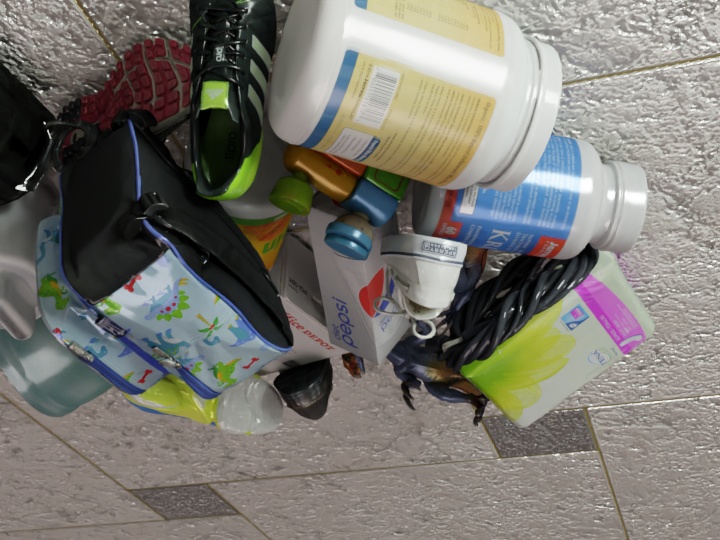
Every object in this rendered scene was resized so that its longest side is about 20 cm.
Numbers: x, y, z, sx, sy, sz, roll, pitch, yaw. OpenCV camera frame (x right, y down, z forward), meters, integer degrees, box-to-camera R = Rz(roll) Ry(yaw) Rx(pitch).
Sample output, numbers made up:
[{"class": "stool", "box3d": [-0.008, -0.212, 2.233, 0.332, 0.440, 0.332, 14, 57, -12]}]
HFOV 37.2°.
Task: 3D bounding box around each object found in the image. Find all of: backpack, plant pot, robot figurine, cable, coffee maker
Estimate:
[{"class": "backpack", "box3d": [-0.160, 0.008, 0.863, 0.146, 0.184, 0.200, -36, 129, 10]}, {"class": "plant pot", "box3d": [-0.288, 0.036, 1.119, 0.133, 0.202, 0.201, -21, 144, 7]}, {"class": "robot figurine", "box3d": [-0.337, -0.027, 0.989, 0.168, 0.201, 0.113, -11, 143, 3]}, {"class": "cable", "box3d": [0.152, 0.023, 1.039, 0.199, 0.051, 0.163, -36, 180, -11]}, {"class": "coffee maker", "box3d": [-0.348, -0.155, 0.877, 0.190, 0.136, 0.200, -18, 143, 14]}]

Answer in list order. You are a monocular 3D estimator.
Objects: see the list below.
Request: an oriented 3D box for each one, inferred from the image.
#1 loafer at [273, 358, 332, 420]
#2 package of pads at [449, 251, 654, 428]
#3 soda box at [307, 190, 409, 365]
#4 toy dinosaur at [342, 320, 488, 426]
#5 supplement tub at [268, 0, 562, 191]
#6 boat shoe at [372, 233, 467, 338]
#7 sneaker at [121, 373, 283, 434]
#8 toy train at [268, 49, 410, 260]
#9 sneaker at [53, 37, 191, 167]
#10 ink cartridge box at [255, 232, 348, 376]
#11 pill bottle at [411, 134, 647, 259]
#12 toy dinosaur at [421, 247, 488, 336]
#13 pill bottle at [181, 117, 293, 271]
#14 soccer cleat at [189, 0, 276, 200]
[{"class": "loafer", "box3d": [-0.058, 0.141, 1.270, 0.072, 0.073, 0.200, -23, -176, 1]}, {"class": "package of pads", "box3d": [0.210, 0.071, 1.166, 0.199, 0.068, 0.155, -37, 136, 8]}, {"class": "soda box", "box3d": [0.000, 0.000, 1.081, 0.068, 0.063, 0.201, 22, 141, 27]}, {"class": "toy dinosaur", "box3d": [0.070, 0.127, 1.307, 0.180, 0.106, 0.200, 17, 162, 14]}, {"class": "supplement tub", "box3d": [0.040, -0.146, 0.833, 0.198, 0.146, 0.145, 15, 146, -17]}, {"class": "boat shoe", "box3d": [0.053, 0.016, 0.961, 0.074, 0.087, 0.202, 11, 179, -7]}, {"class": "sneaker", "box3d": [-0.190, 0.140, 1.236, 0.199, 0.076, 0.105, 22, 164, -27]}, {"class": "toy train", "box3d": [-0.048, -0.101, 0.922, 0.199, 0.117, 0.084, 31, 162, -23]}, {"class": "sneaker", "box3d": [-0.191, -0.139, 0.938, 0.199, 0.081, 0.074, -19, 159, 41]}, {"class": "ink cartridge box", "box3d": [-0.121, 0.048, 1.207, 0.199, 0.084, 0.147, -17, 143, 29]}, {"class": "pill bottle", "box3d": [0.153, -0.070, 0.973, 0.198, 0.113, 0.113, 8, 147, -7]}, {"class": "toy dinosaur", "box3d": [0.113, 0.012, 1.136, 0.198, 0.106, 0.181, -22, 159, 18]}, {"class": "pill bottle", "box3d": [-0.126, -0.049, 1.031, 0.110, 0.112, 0.200, 10, 147, -11]}, {"class": "soccer cleat", "box3d": [-0.101, -0.152, 0.812, 0.067, 0.202, 0.081, 3, -167, 4]}]
